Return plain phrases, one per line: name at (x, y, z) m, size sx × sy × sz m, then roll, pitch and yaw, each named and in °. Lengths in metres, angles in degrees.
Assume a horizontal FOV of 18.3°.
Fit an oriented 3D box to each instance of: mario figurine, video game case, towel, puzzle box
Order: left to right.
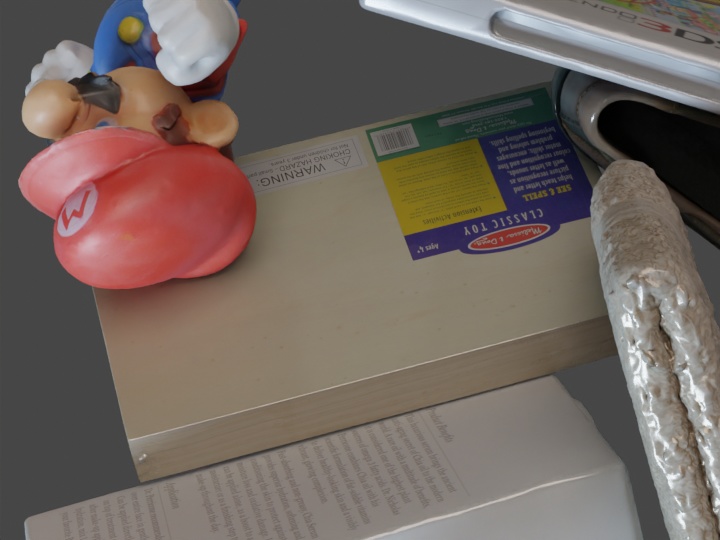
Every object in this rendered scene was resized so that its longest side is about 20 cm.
mario figurine at (-0.087, -0.082, 0.830) m, size 0.106 × 0.124 × 0.200 m, roll 1°, pitch 48°, yaw 6°
puzzle box at (0.000, 0.000, 0.838) m, size 0.200 × 0.025 × 0.133 m, roll -14°, pitch 44°, yaw -5°
video game case at (0.109, -0.107, 0.839) m, size 0.182 × 0.022 × 0.200 m, roll 18°, pitch 24°, yaw 8°
towel at (0.115, 0.071, 0.731) m, size 0.034 × 0.133 × 0.200 m, roll -15°, pitch 105°, yaw 6°

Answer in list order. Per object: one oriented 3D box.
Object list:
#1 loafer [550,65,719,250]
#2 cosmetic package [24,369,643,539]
loafer at (0.160, -0.021, 0.824) m, size 0.200 × 0.063 × 0.072 m, roll 27°, pitch 108°, yaw -6°
cosmetic package at (-0.009, 0.106, 0.770) m, size 0.200 × 0.101 × 0.071 m, roll -16°, pitch 108°, yaw -5°
